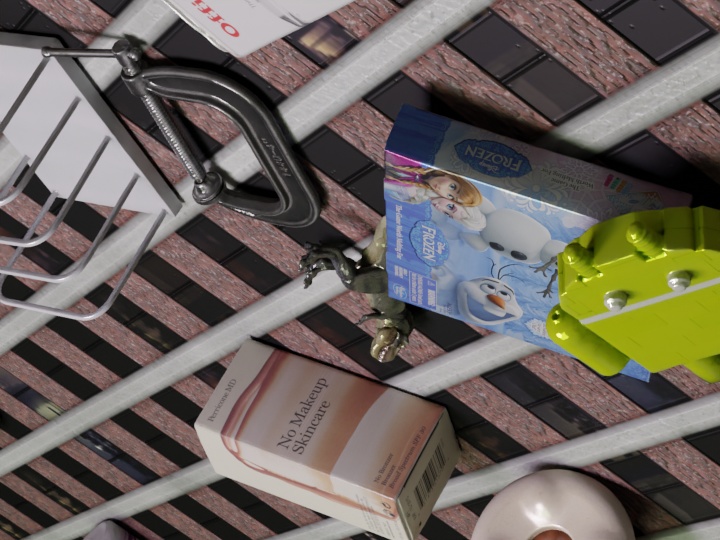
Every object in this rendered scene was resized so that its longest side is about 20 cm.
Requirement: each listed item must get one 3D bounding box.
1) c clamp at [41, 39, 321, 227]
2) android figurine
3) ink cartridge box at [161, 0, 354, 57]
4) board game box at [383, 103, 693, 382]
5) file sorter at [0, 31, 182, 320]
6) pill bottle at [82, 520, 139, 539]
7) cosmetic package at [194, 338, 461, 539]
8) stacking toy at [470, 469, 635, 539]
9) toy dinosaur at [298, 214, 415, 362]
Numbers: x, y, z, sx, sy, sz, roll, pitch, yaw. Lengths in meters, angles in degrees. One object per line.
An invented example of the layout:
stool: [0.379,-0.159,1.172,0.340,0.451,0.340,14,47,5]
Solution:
c clamp: [-0.118,-0.100,1.656,0.170,0.027,0.200,4,144,35]
android figurine: [0.203,0.017,1.418,0.181,0.041,0.200,-18,148,31]
ink cartridge box: [-0.060,-0.215,1.294,0.145,0.085,0.200,39,152,-20]
board game box: [0.114,-0.015,1.512,0.198,0.044,0.200,17,153,11]
file sorter: [-0.262,-0.074,1.741,0.138,0.125,0.200,10,148,37]
pill bottle: [-0.245,0.389,2.621,0.200,0.113,0.112,37,155,-14]
cosmetic package: [-0.027,0.145,1.925,0.199,0.104,0.087,16,151,24]
stacking toy: [0.190,0.258,1.914,0.145,0.147,0.200,15,171,29]
toy dinosaur: [0.000,0.000,1.686,0.088,0.048,0.200,8,150,4]
